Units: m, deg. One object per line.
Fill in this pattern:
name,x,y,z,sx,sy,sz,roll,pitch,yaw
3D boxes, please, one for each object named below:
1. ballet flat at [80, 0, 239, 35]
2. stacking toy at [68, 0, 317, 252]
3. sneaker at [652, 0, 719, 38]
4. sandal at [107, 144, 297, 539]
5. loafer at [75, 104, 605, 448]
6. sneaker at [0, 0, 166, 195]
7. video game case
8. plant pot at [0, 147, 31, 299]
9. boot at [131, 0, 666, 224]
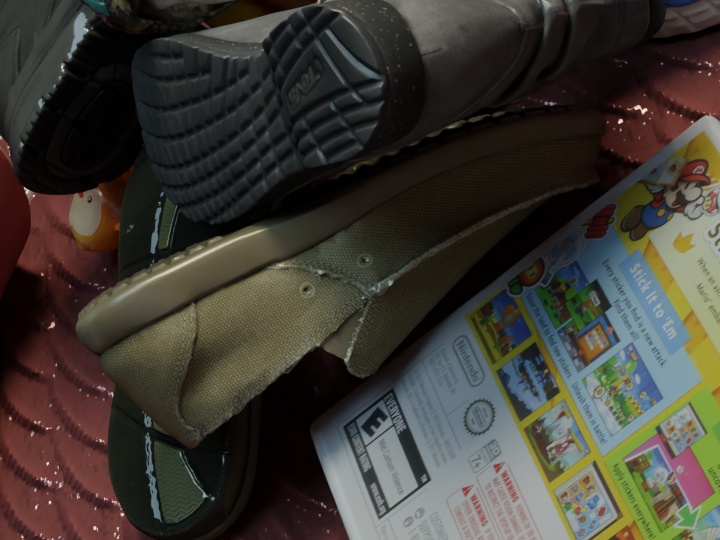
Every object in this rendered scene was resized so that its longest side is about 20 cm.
ballet flat,-0.012,-0.140,0.897,0.200,0.072,0.072,-29,38,-1
stacking toy,-0.065,-0.095,1.045,0.200,0.110,0.116,-57,39,5
sneaker,0.055,-0.122,0.944,0.200,0.089,0.079,-19,43,32
sandal,-0.051,0.009,0.963,0.080,0.057,0.202,-7,67,40
loafer,0.000,0.000,0.892,0.200,0.068,0.076,-24,6,-4
sneaker,-0.096,-0.130,0.977,0.091,0.076,0.200,47,111,36
video game case,0.080,0.062,0.807,0.182,0.023,0.200,-38,36,11
plant pot,-0.242,0.009,1.048,0.200,0.201,0.178,-1,47,44
boot,0.011,-0.068,0.882,0.131,0.070,0.200,-19,10,-29
